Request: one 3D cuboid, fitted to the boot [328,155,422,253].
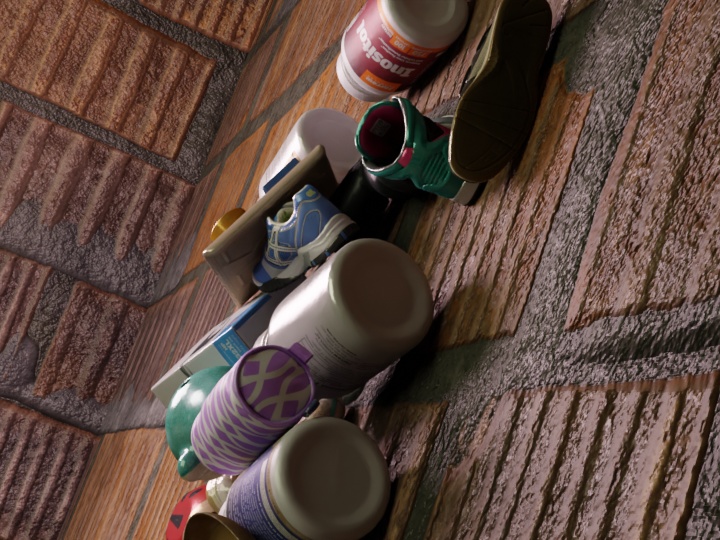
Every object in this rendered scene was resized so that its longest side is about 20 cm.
[{"bbox_3d":[0.012,-0.081,1.605,0.169,0.076,0.200,-56,10,24],"label":"boot"}]

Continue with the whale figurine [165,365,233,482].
[{"bbox_3d":[-0.150,0.158,1.544,0.159,0.104,0.200,-44,7,-17],"label":"whale figurine"}]

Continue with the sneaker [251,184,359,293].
[{"bbox_3d":[-0.073,-0.036,1.600,0.076,0.077,0.200,-41,3,-37],"label":"sneaker"}]

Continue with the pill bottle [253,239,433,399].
[{"bbox_3d":[-0.025,0.061,1.386,0.200,0.114,0.115,-40,29,50],"label":"pill bottle"}]

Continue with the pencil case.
[{"bbox_3d":[-0.104,0.132,1.348,0.086,0.084,0.200,-58,6,-30],"label":"pencil case"}]

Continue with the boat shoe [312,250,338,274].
[{"bbox_3d":[0.000,0.000,1.541,0.068,0.071,0.200,-61,10,-1],"label":"boat shoe"}]

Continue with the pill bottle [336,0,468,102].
[{"bbox_3d":[0.044,-0.287,1.747,0.200,0.112,0.114,-41,29,61],"label":"pill bottle"}]

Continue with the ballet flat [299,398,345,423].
[{"bbox_3d":[-0.080,0.212,1.513,0.201,0.068,0.067,-61,18,27],"label":"ballet flat"}]

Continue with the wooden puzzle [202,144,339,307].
[{"bbox_3d":[-0.105,-0.057,1.677,0.185,0.046,0.200,-43,-17,-8],"label":"wooden puzzle"}]

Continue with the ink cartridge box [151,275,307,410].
[{"bbox_3d":[-0.143,0.100,1.718,0.200,0.084,0.145,-36,8,45],"label":"ink cartridge box"}]

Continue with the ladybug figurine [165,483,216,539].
[{"bbox_3d":[-0.194,0.322,1.747,0.137,0.072,0.200,-71,14,-15],"label":"ladybug figurine"}]

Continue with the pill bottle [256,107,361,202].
[{"bbox_3d":[-0.073,-0.114,1.901,0.200,0.114,0.115,-52,20,45],"label":"pill bottle"}]

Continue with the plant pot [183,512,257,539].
[{"bbox_3d":[-0.104,0.314,1.307,0.200,0.027,0.201,36,136,45],"label":"plant pot"}]

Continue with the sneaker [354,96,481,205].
[{"bbox_3d":[0.053,-0.132,1.451,0.084,0.120,0.200,-63,14,13],"label":"sneaker"}]

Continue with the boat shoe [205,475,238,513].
[{"bbox_3d":[-0.117,0.207,1.671,0.069,0.074,0.201,-30,26,33],"label":"boat shoe"}]

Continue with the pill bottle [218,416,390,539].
[{"bbox_3d":[-0.061,0.221,1.324,0.200,0.115,0.116,-45,25,55],"label":"pill bottle"}]

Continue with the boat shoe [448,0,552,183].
[{"bbox_3d":[0.132,-0.168,1.344,0.065,0.073,0.201,122,171,-74],"label":"boat shoe"}]
